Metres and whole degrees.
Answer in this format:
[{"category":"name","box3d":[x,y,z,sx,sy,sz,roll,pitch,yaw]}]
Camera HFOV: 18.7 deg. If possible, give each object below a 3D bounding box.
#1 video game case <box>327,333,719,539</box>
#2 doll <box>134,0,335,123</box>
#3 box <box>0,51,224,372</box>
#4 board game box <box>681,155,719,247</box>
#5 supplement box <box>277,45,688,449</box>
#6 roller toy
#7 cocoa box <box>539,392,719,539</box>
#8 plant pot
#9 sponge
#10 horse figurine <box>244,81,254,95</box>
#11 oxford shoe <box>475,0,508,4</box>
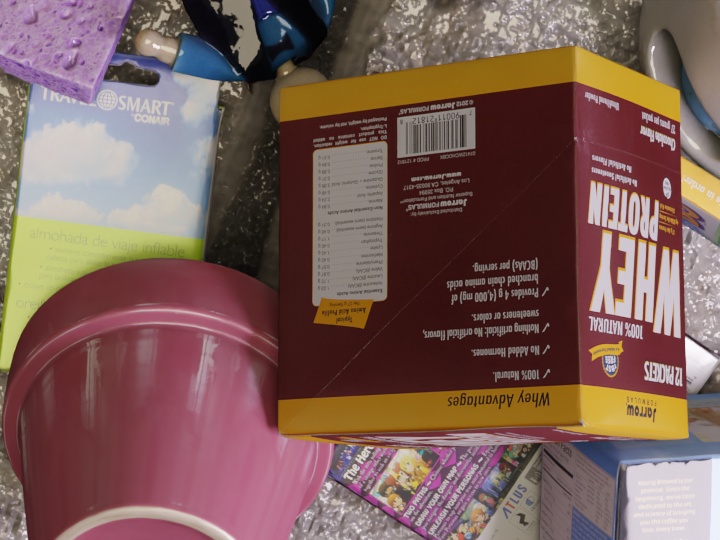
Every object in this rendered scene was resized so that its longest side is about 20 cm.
[{"category":"video game case","box3d":[0.098,0.087,1.366,0.180,0.036,0.201,33,93,-13]},{"category":"doll","box3d":[-0.076,-0.168,1.281,0.136,0.048,0.201,-35,108,-16]},{"category":"box","box3d":[-0.152,-0.033,1.341,0.121,0.048,0.202,7,95,-5]},{"category":"board game box","box3d":[0.206,-0.043,1.336,0.199,0.096,0.030,34,87,-6]},{"category":"supplement box","box3d":[0.069,-0.005,1.232,0.196,0.132,0.202,-5,81,33]},{"category":"roller toy","box3d":[0.265,-0.143,1.295,0.181,0.140,0.202,19,73,-15]},{"category":"cocoa box","box3d":[0.219,0.151,1.315,0.198,0.133,0.133,-2,102,-15]},{"category":"plant pot","box3d":[-0.115,0.123,1.258,0.198,0.180,0.201,1,126,1]},{"category":"sponge","box3d":[-0.232,-0.186,1.303,0.198,0.030,0.112,21,71,0]},{"category":"horse figurine","box3d":[-0.081,-0.225,1.325,0.132,0.050,0.200,-39,101,-3]},{"category":"oxford shoe","box3d":[0.046,-0.256,1.322,0.057,0.075,0.202,-13,96,22]}]
